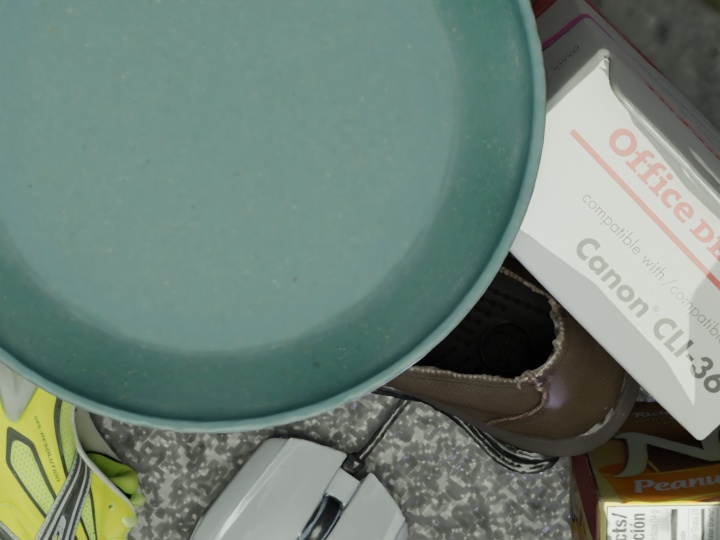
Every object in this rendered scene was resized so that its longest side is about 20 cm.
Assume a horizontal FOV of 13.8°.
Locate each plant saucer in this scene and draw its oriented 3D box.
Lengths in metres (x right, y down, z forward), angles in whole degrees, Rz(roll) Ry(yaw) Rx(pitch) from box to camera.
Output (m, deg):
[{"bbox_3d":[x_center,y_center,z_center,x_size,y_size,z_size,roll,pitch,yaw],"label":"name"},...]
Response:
[{"bbox_3d":[-0.045,-0.050,0.897,0.200,0.036,0.200,0,83,0],"label":"plant saucer"}]

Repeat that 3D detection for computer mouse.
[{"bbox_3d":[-0.021,0.103,1.083,0.110,0.044,0.200,34,101,-9],"label":"computer mouse"}]

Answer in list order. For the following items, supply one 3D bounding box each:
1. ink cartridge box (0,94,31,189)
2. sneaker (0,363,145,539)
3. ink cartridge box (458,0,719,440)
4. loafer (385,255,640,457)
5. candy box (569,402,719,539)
[{"bbox_3d":[-0.214,-0.079,0.985,0.200,0.047,0.198,-23,72,17],"label":"ink cartridge box"},{"bbox_3d":[-0.116,0.105,1.067,0.076,0.075,0.200,-4,105,1],"label":"sneaker"},{"bbox_3d":[0.090,-0.021,0.972,0.067,0.200,0.116,-44,100,9],"label":"ink cartridge box"},{"bbox_3d":[0.000,0.000,1.014,0.200,0.071,0.073,17,76,19],"label":"loafer"},{"bbox_3d":[0.177,0.085,1.042,0.200,0.115,0.055,-2,103,0],"label":"candy box"}]
